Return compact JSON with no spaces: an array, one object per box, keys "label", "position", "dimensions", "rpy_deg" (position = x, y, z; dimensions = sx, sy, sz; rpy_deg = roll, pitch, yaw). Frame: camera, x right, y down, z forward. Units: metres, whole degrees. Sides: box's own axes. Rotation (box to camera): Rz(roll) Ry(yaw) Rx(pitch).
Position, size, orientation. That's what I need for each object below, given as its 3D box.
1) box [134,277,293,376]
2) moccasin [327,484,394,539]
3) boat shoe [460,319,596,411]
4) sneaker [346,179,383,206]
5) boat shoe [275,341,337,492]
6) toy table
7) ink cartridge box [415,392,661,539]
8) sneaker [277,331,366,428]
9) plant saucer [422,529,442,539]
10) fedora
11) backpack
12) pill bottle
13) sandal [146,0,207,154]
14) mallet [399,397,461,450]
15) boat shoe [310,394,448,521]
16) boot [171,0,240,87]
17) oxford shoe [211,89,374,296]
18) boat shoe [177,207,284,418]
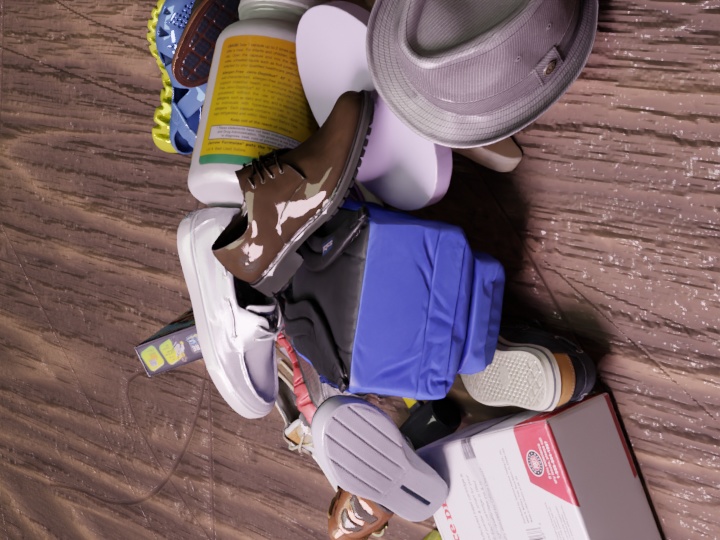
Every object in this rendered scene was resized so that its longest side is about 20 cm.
[{"label":"box","position":[-0.118,0.045,1.582],"dimensions":[0.199,0.110,0.035],"rpy_deg":[-20,101,36]},{"label":"moccasin","position":[0.013,0.213,1.535],"dimensions":[0.074,0.201,0.078],"rpy_deg":[44,107,-3]},{"label":"boat shoe","position":[0.140,0.082,1.410],"dimensions":[0.200,0.062,0.075],"rpy_deg":[-168,72,-67]},{"label":"sneaker","position":[0.000,0.000,1.538],"dimensions":[0.201,0.083,0.081],"rpy_deg":[59,143,13]},{"label":"boat shoe","position":[-0.050,0.163,1.687],"dimensions":[0.201,0.068,0.075],"rpy_deg":[62,143,13]},{"label":"toy table","position":[0.046,-0.154,1.382],"dimensions":[0.184,0.116,0.201],"rpy_deg":[-39,74,51]},{"label":"ink cartridge box","position":[0.153,0.202,1.425],"dimensions":[0.199,0.083,0.146],"rpy_deg":[-22,88,54]},{"label":"sneaker","position":[-0.043,0.061,1.635],"dimensions":[0.098,0.070,0.202],"rpy_deg":[-39,66,39]},{"label":"plant saucer","position":[0.071,0.397,1.649],"dimensions":[0.201,0.048,0.200],"rpy_deg":[59,142,17]},{"label":"fedora","position":[0.089,-0.200,1.243],"dimensions":[0.199,0.090,0.177],"rpy_deg":[-38,75,7]},{"label":"backpack","position":[0.022,0.027,1.403],"dimensions":[0.200,0.166,0.164],"rpy_deg":[18,96,66]},{"label":"pill bottle","position":[-0.084,-0.157,1.451],"dimensions":[0.112,0.112,0.202],"rpy_deg":[-11,65,54]},{"label":"sandal","position":[-0.172,-0.204,1.688],"dimensions":[0.087,0.079,0.202],"rpy_deg":[31,137,37]},{"label":"mallet","position":[0.020,0.095,1.574],"dimensions":[0.200,0.041,0.066],"rpy_deg":[51,129,19]},{"label":"boat shoe","position":[0.004,0.158,1.400],"dimensions":[0.071,0.072,0.200],"rpy_deg":[42,175,42]},{"label":"boot","position":[-0.134,-0.275,1.558],"dimensions":[0.201,0.074,0.097],"rpy_deg":[-56,39,2]},{"label":"oxford shoe","position":[-0.058,-0.074,1.342],"dimensions":[0.201,0.084,0.073],"rpy_deg":[-55,20,17]},{"label":"boat shoe","position":[-0.105,0.038,1.465],"dimensions":[0.068,0.072,0.202],"rpy_deg":[-8,97,36]}]
